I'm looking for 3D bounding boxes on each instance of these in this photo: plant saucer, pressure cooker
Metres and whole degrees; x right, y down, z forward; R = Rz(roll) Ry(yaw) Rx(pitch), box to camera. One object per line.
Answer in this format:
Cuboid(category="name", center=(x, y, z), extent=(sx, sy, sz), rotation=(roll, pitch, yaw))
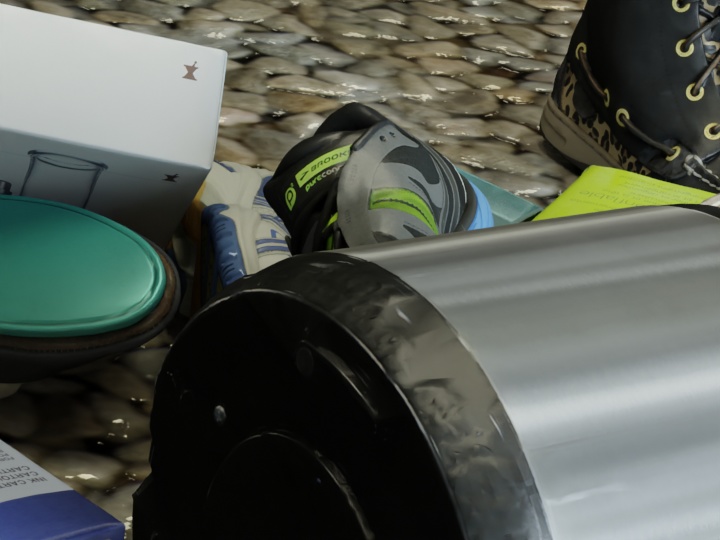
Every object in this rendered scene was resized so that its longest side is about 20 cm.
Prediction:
Cuboid(category="plant saucer", center=(0.031, -0.028, 1.039), extent=(0.070, 0.019, 0.200), rotation=(26, 9, 7))
Cuboid(category="pressure cooker", center=(0.062, 0.069, 0.669), extent=(0.199, 0.180, 0.176), rotation=(-9, 24, -35))

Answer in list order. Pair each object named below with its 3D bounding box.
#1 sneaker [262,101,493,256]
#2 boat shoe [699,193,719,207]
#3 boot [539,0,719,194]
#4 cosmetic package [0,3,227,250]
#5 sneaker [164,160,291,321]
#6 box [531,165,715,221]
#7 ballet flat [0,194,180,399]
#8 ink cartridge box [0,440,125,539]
Cuboid(category="sneaker", center=(0.000, 0.000, 0.832), extent=(0.083, 0.071, 0.200), rotation=(45, 17, -15))
Cuboid(category="boat shoe", center=(0.093, 0.025, 0.857), extent=(0.072, 0.060, 0.200), rotation=(31, 53, 32))
Cuboid(category="boot", center=(0.162, -0.101, 1.168), extent=(0.073, 0.152, 0.200), rotation=(-5, 25, -30))
Cuboid(category="cosmetic package", center=(-0.161, -0.050, 0.916), extent=(0.199, 0.052, 0.151), rotation=(11, -23, -12))
Cuboid(category="sneaker", center=(-0.021, 0.008, 0.934), extent=(0.087, 0.076, 0.200), rotation=(7, 23, -12))
Cuboid(category="box", center=(0.112, 0.017, 0.994), extent=(0.121, 0.048, 0.200), rotation=(15, 23, 19))
Cuboid(category="ballet flat", center=(-0.154, 0.008, 0.889), extent=(0.198, 0.074, 0.073), rotation=(8, 21, 11))
Cuboid(category="ink cartridge box", center=(-0.157, 0.076, 0.761), extent=(0.119, 0.042, 0.200), rotation=(-12, 31, -42))
